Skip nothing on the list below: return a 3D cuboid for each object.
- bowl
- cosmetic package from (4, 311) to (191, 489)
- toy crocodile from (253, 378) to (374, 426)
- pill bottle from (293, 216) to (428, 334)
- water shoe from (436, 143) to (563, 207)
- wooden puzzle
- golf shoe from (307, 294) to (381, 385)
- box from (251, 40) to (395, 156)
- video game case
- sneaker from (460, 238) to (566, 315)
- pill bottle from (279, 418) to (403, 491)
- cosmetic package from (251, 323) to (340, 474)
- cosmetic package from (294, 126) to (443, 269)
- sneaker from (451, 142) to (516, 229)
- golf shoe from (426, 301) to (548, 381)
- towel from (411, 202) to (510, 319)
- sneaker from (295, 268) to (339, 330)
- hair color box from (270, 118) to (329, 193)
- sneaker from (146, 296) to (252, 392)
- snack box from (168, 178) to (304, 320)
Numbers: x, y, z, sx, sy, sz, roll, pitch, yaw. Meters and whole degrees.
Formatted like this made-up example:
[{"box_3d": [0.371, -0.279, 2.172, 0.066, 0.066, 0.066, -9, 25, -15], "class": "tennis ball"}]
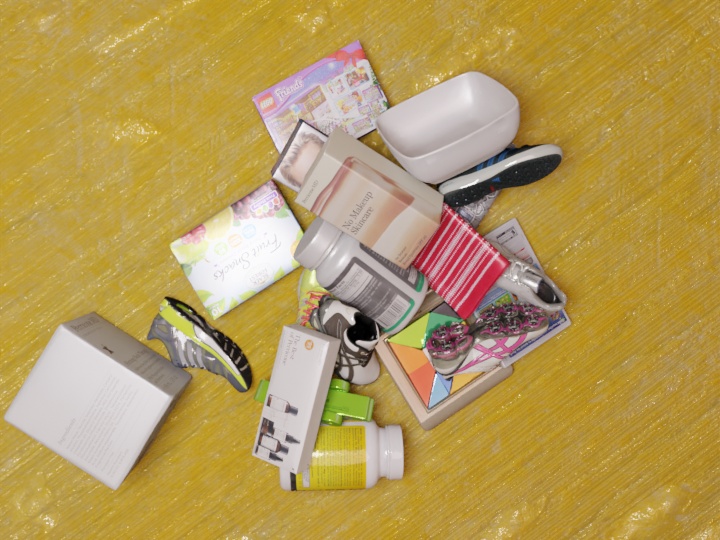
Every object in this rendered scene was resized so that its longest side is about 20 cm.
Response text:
[{"box_3d": [0.136, -0.210, 1.184, 0.197, 0.201, 0.076, -27, 122, -2], "class": "bowl"}, {"box_3d": [-0.398, 0.195, 1.206, 0.198, 0.167, 0.168, 33, 92, -4], "class": "cosmetic package"}, {"box_3d": [-0.075, 0.209, 1.235, 0.195, 0.062, 0.069, 4, 68, 6], "class": "toy crocodile"}, {"box_3d": [0.000, 0.000, 1.215, 0.199, 0.113, 0.114, 37, 90, -14], "class": "pill bottle"}, {"box_3d": [0.206, -0.167, 1.187, 0.196, 0.072, 0.080, -18, 61, 13], "class": "water shoe"}, {"box_3d": [0.133, 0.138, 1.294, 0.183, 0.037, 0.202, -33, 94, -1], "class": "wooden puzzle"}, {"box_3d": [-0.004, 0.122, 1.219, 0.201, 0.093, 0.079, 55, 53, -42], "class": "golf shoe"}, {"box_3d": [-0.059, -0.262, 1.265, 0.197, 0.039, 0.139, -27, 95, -1], "class": "box"}, {"box_3d": [0.245, 0.036, 1.290, 0.141, 0.018, 0.203, -29, 92, -11], "class": "video game case"}, {"box_3d": [0.246, 0.004, 1.239, 0.197, 0.087, 0.076, 27, 84, -6], "class": "sneaker"}, {"box_3d": [-0.031, 0.295, 1.255, 0.195, 0.112, 0.115, -1, 93, -2], "class": "pill bottle"}, {"box_3d": [-0.096, 0.190, 1.163, 0.081, 0.051, 0.205, 15, 95, 19], "class": "cosmetic package"}, {"box_3d": [0.015, -0.106, 1.153, 0.197, 0.088, 0.104, 30, 126, -10], "class": "cosmetic package"}, {"box_3d": [0.187, -0.130, 1.261, 0.074, 0.082, 0.203, 28, 91, -4], "class": "sneaker"}, {"box_3d": [0.206, 0.114, 1.242, 0.196, 0.073, 0.093, -18, 126, 10], "class": "golf shoe"}, {"box_3d": [0.128, -0.029, 1.232, 0.199, 0.022, 0.145, 42, 133, 8], "class": "towel"}, {"box_3d": [-0.070, 0.080, 1.255, 0.076, 0.090, 0.205, 5, 91, -1], "class": "sneaker"}, {"box_3d": [-0.035, -0.143, 1.236, 0.198, 0.061, 0.101, 29, 99, -16], "class": "hair color box"}, {"box_3d": [-0.260, 0.133, 1.266, 0.199, 0.074, 0.081, 41, 100, 2], "class": "sneaker"}, {"box_3d": [-0.189, -0.034, 1.263, 0.198, 0.053, 0.144, -32, 95, -1], "class": "snack box"}]
